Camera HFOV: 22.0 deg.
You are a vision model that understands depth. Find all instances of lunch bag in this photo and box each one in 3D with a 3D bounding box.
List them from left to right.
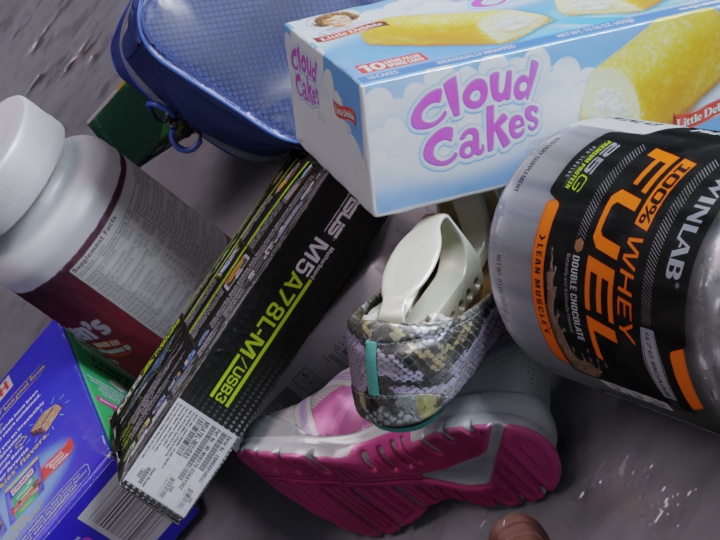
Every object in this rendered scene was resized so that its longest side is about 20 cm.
[{"bbox_3d":[-0.054,-0.156,1.079,0.201,0.135,0.132,-57,11,-8],"label":"lunch bag"}]

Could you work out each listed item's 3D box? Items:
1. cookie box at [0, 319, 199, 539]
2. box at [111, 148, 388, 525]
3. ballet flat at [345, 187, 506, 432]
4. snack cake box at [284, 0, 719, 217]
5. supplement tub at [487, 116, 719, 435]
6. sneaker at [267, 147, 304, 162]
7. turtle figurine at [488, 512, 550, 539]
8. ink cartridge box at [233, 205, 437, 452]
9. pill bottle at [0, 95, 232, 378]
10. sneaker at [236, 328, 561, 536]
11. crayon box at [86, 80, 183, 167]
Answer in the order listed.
[{"bbox_3d":[-0.201,0.146,1.171,0.171,0.075,0.200,-49,29,6],"label":"cookie box"},{"bbox_3d":[-0.066,0.028,1.023,0.201,0.047,0.193,-56,8,-1],"label":"box"},{"bbox_3d":[0.052,-0.007,0.876,0.072,0.072,0.200,-23,18,41],"label":"ballet flat"},{"bbox_3d":[0.075,-0.095,0.893,0.199,0.068,0.115,-15,27,-16],"label":"snack cake box"},{"bbox_3d":[0.152,0.004,0.774,0.123,0.122,0.200,-57,29,-9],"label":"supplement tub"},{"bbox_3d":[-0.054,-0.118,1.242,0.070,0.082,0.200,-58,25,-12],"label":"sneaker"},{"bbox_3d":[0.064,0.179,0.766,0.200,0.064,0.161,-49,29,7],"label":"turtle figurine"},{"bbox_3d":[0.000,0.000,1.059,0.161,0.050,0.200,-47,12,35],"label":"ink cartridge box"},{"bbox_3d":[-0.163,-0.015,1.165,0.109,0.200,0.110,-35,33,27],"label":"pill bottle"},{"bbox_3d":[0.024,0.074,0.936,0.199,0.081,0.089,-13,46,38],"label":"sneaker"},{"bbox_3d":[-0.087,-0.159,1.261,0.200,0.052,0.126,-42,-1,38],"label":"crayon box"}]
